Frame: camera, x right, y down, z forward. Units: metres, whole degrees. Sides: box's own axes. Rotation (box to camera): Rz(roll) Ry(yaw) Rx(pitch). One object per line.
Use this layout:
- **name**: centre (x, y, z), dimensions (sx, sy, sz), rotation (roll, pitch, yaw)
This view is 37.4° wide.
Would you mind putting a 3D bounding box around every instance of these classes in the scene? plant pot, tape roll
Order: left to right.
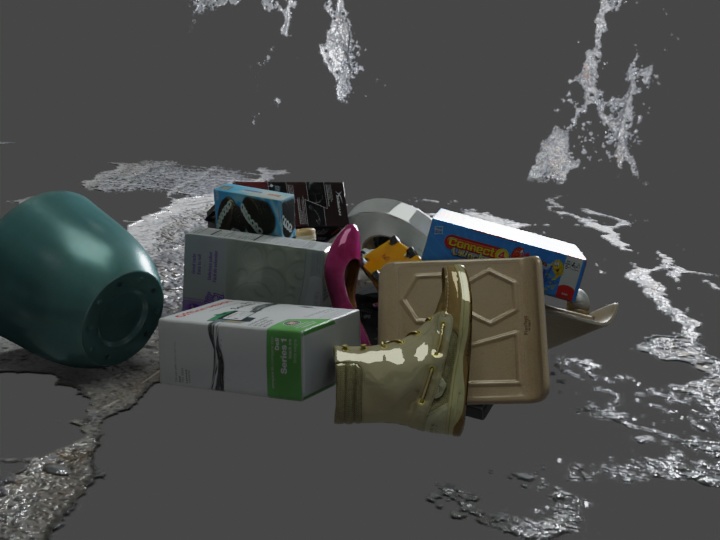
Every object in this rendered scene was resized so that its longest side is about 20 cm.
- **plant pot**: centre (-0.337, 0.027, 1.287), dimensions (0.161, 0.201, 0.200), rotation (28, 23, 31)
- **tape roll**: centre (0.057, -0.024, 1.667), dimensions (0.202, 0.203, 0.037), rotation (11, 45, 28)

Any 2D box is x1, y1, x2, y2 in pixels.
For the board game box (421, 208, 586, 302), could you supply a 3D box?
- **board game box**: centre (0.186, -0.024, 1.391), dimensions (0.195, 0.056, 0.200), rotation (16, 8, 5)

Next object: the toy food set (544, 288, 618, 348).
- **toy food set**: centre (0.234, 0.051, 1.474), dimensions (0.199, 0.061, 0.143), rotation (15, -21, -19)

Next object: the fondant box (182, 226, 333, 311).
- **fondant box**: centre (-0.141, 0.026, 1.456), dimensions (0.199, 0.145, 0.058), rotation (8, 14, 13)

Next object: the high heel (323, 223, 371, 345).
- **high heel**: centre (-0.003, 0.034, 1.388), dimensions (0.096, 0.201, 0.067), rotation (5, -25, 23)

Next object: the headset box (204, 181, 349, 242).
- **headset box**: centre (-0.140, -0.080, 1.654), dimensions (0.199, 0.077, 0.149), rotation (-1, -15, -25)

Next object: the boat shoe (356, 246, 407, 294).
- **boat shoe**: centre (0.000, 0.000, 1.553), dimensions (0.200, 0.066, 0.072), rotation (-6, 42, -40)

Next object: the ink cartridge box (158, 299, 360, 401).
- **ink cartridge box**: centre (-0.119, 0.090, 1.261), dimensions (0.199, 0.085, 0.146), rotation (4, 10, 26)

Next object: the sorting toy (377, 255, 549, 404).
- **sorting toy**: centre (0.119, 0.073, 1.258), dimensions (0.199, 0.186, 0.036), rotation (-4, -28, 10)

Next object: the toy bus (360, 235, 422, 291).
- **toy bus**: centre (0.054, 0.012, 1.410), dimensions (0.065, 0.078, 0.200), rotation (-34, 14, -3)

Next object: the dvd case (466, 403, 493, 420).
- **dvd case**: centre (0.123, 0.098, 1.323), dimensions (0.150, 0.025, 0.200), rotation (12, 39, 27)

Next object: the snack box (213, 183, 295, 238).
- **snack box**: centre (-0.148, -0.018, 1.518), dimensions (0.116, 0.201, 0.037), rotation (11, 25, 28)

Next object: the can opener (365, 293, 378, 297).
- **can opener**: centre (-0.016, 0.046, 1.599), dimensions (0.200, 0.064, 0.079), rotation (-5, 23, -40)

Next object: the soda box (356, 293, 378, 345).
- **soda box**: centre (0.062, 0.085, 1.455), dimensions (0.200, 0.064, 0.071), rotation (12, 14, 27)

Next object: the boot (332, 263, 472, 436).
- **boot**: centre (0.047, 0.083, 1.200), dimensions (0.155, 0.201, 0.073), rotation (3, -20, 5)

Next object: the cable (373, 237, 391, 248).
- **cable**: centre (0.107, -0.011, 1.716), dimensions (0.200, 0.164, 0.051), rotation (13, 44, 28)

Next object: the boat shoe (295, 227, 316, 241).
- **boat shoe**: centre (-0.110, -0.016, 1.598), dimensions (0.073, 0.069, 0.200), rotation (-8, -4, -14)
